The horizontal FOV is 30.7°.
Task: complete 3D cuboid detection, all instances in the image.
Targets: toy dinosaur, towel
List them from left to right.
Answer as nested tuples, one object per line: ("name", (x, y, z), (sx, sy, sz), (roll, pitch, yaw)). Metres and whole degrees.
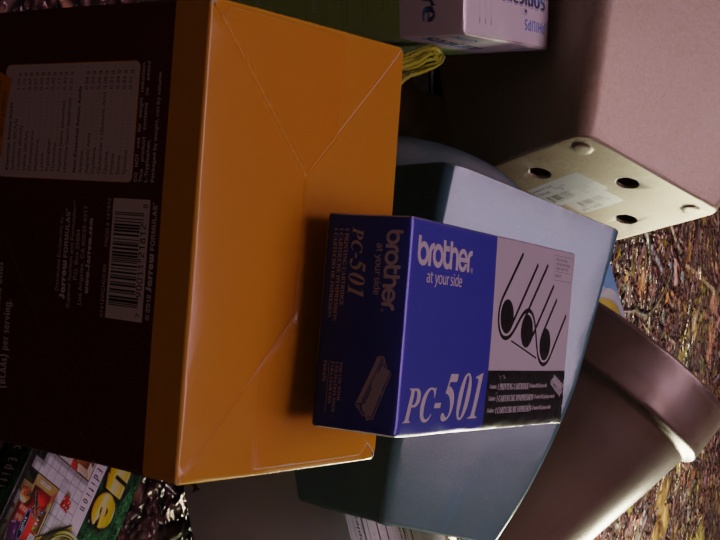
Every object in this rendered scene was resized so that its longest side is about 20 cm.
("towel", (-0.039, -0.074, 0.795), (0.018, 0.200, 0.086), (59, 33, 0))
("toy dinosaur", (0.028, -0.110, 1.009), (0.200, 0.101, 0.058), (69, 19, -2))

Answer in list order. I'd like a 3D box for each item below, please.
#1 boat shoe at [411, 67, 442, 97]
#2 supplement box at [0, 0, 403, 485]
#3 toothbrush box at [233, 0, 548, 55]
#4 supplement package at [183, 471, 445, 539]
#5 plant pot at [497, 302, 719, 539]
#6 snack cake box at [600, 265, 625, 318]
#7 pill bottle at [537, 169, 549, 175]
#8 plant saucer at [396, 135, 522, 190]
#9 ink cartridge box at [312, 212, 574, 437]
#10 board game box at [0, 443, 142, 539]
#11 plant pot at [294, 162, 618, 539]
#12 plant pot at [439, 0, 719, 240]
("boat shoe", (0.100, -0.110, 1.193), (0.074, 0.068, 0.200), (-52, 139, -47))
("supplement box", (-0.104, -0.016, 0.627), (0.133, 0.200, 0.198), (3, 92, -52))
("toothbrush box", (0.003, -0.180, 0.833), (0.146, 0.200, 0.086), (-10, 102, -62))
("supplement package", (-0.020, 0.198, 0.911), (0.200, 0.114, 0.110), (44, 24, -54))
("plant pot", (0.121, 0.114, 0.911), (0.174, 0.200, 0.200), (-53, 147, -7))
("snack cake box", (0.125, 0.069, 1.054), (0.200, 0.067, 0.115), (-23, 101, -33))
("pill bottle", (0.134, -0.079, 1.076), (0.200, 0.111, 0.111), (-63, 146, -37))
("plant saucer", (0.040, -0.054, 0.900), (0.201, 0.201, 0.039), (36, 64, -60))
("ink cartridge box", (0.048, 0.029, 0.636), (0.200, 0.044, 0.094), (7, 87, -61))
("board game box", (-0.160, 0.103, 0.760), (0.105, 0.023, 0.200), (60, 43, -52))
("plant pot", (0.040, 0.054, 0.792), (0.141, 0.141, 0.200), (18, 81, -34))
("plant pot", (0.173, -0.130, 0.937), (0.200, 0.200, 0.177), (23, 68, -29))
